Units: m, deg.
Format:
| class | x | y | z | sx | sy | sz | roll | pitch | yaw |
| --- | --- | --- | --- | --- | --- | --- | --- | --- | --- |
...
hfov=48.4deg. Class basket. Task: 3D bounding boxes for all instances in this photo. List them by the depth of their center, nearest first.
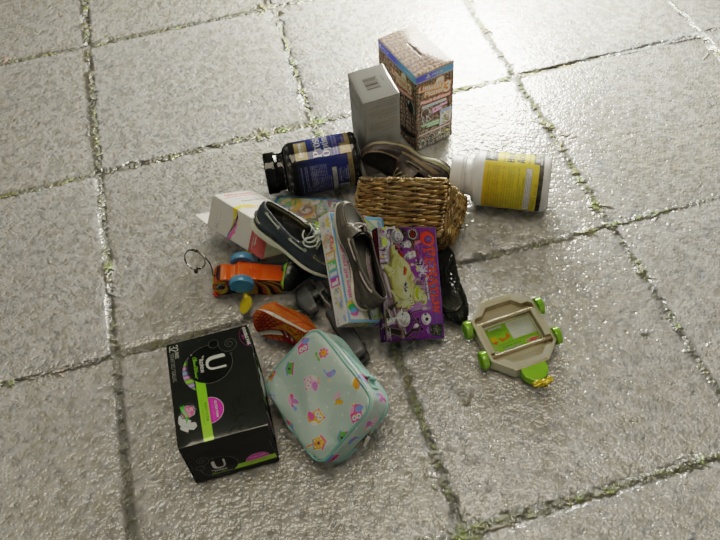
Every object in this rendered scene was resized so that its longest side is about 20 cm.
| class | x | y | z | sx | sy | sz | roll | pitch | yaw |
| --- | --- | --- | --- | --- | --- | --- | --- | --- | --- |
| basket | 0.099 | -0.099 | 1.568 | 0.197 | 0.149 | 0.145 | 3 | 83 | 23 |

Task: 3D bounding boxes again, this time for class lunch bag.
| class | x | y | z | sx | sy | sz | roll | pitch | yaw |
| --- | --- | --- | --- | --- | --- | --- | --- | --- | --- |
| lunch bag | -0.050 | 0.204 | 1.309 | 0.161 | 0.077 | 0.200 | -47 | 57 | 7 |

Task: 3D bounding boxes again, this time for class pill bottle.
| class | x | y | z | sx | sy | sz | roll | pitch | yaw |
| --- | --- | --- | --- | --- | --- | --- | --- | --- | --- |
| pill bottle | 0.281 | -0.183 | 1.615 | 0.197 | 0.112 | 0.112 | 6 | 51 | 10 |
| pill bottle | -0.102 | -0.219 | 1.675 | 0.197 | 0.113 | 0.113 | -11 | 50 | -5 |

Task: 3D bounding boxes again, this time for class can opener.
| class | x | y | z | sx | sy | sz | roll | pitch | yaw |
| --- | --- | --- | --- | --- | --- | --- | --- | --- | --- |
| can opener | -0.056 | 0.097 | 1.455 | 0.066 | 0.054 | 0.201 | -31 | 54 | -4 |

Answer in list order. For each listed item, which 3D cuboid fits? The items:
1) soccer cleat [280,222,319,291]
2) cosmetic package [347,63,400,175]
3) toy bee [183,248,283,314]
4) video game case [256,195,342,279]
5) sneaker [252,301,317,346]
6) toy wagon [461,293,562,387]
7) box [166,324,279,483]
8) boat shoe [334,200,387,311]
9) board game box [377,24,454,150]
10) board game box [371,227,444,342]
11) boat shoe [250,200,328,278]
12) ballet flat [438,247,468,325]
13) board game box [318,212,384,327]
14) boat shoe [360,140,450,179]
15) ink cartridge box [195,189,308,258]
| class | x | y | z | sx | sy | sz | roll | pitch | yaw |
| --- | --- | --- | --- | --- | --- | --- | --- | --- | --- |
| soccer cleat | -0.086 | -0.027 | 1.508 | 0.080 | 0.068 | 0.201 | 18 | 41 | 14 |
| cosmetic package | 0.030 | -0.315 | 1.685 | 0.084 | 0.201 | 0.108 | -18 | 54 | -8 |
| toy bee | -0.237 | 0.010 | 1.517 | 0.198 | 0.109 | 0.132 | 28 | 53 | -8 |
| video game case | -0.121 | -0.070 | 1.615 | 0.141 | 0.018 | 0.202 | 5 | 52 | 8 |
| sneaker | -0.099 | 0.112 | 1.433 | 0.199 | 0.074 | 0.077 | 33 | 33 | 16 |
| toy wagon | 0.276 | 0.129 | 1.408 | 0.153 | 0.040 | 0.201 | -17 | 52 | -9 |
| box | -0.228 | 0.219 | 1.320 | 0.147 | 0.125 | 0.201 | -14 | 50 | -6 |
| boat shoe | 0.006 | -0.031 | 1.392 | 0.066 | 0.057 | 0.203 | -1 | 74 | -45 |
| board game box | 0.120 | -0.397 | 1.745 | 0.096 | 0.201 | 0.160 | -25 | 52 | -16 |
| board game box | 0.085 | 0.024 | 1.426 | 0.119 | 0.032 | 0.203 | -2 | 83 | -27 |
| boat shoe | -0.102 | -0.058 | 1.443 | 0.199 | 0.062 | 0.075 | 35 | 40 | -6 |
| ballet flat | 0.158 | 0.022 | 1.508 | 0.066 | 0.057 | 0.201 | -18 | 44 | 8 |
| board game box | 0.000 | 0.000 | 1.440 | 0.133 | 0.034 | 0.203 | 4 | 70 | -43 |
| boat shoe | 0.094 | -0.207 | 1.648 | 0.197 | 0.075 | 0.074 | 15 | 57 | -8 |
| ink cartridge box | -0.216 | -0.101 | 1.563 | 0.199 | 0.068 | 0.116 | 29 | 25 | 29 |
